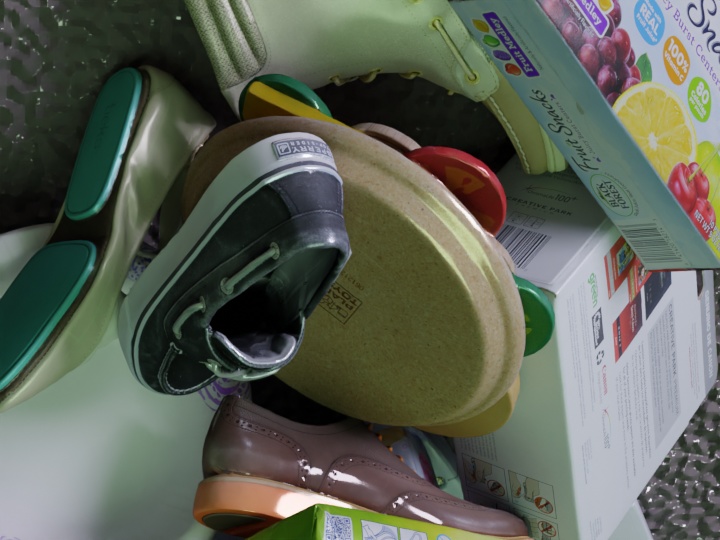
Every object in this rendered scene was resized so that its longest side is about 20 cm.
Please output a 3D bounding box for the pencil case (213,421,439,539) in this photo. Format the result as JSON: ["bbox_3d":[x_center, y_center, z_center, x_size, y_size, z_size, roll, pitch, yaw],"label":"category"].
[{"bbox_3d":[-0.049,0.146,0.999,0.199,0.083,0.091,-16,92,4],"label":"pencil case"}]

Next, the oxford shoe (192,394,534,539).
[{"bbox_3d":[0.010,0.114,0.911,0.199,0.073,0.071,17,154,-27],"label":"oxford shoe"}]

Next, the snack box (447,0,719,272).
[{"bbox_3d":[0.139,-0.116,0.843,0.053,0.143,0.200,-3,139,43],"label":"snack box"}]

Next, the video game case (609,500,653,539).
[{"bbox_3d":[0.118,0.246,1.171,0.199,0.024,0.183,-22,126,7],"label":"video game case"}]

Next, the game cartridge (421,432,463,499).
[{"bbox_3d":[0.020,0.186,1.088,0.132,0.042,0.201,-18,116,1],"label":"game cartridge"}]

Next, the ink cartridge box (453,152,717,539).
[{"bbox_3d":[0.125,0.030,0.959,0.083,0.176,0.201,17,134,32],"label":"ink cartridge box"}]

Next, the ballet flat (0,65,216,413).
[{"bbox_3d":[-0.129,-0.008,0.866,0.069,0.069,0.201,33,71,-28],"label":"ballet flat"}]

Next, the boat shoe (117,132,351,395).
[{"bbox_3d":[-0.057,0.019,0.801,0.071,0.068,0.200,-2,150,-33],"label":"boat shoe"}]

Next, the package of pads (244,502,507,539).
[{"bbox_3d":[-0.003,0.183,0.886,0.154,0.069,0.200,14,154,-26],"label":"package of pads"}]

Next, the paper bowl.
[{"bbox_3d":[-0.165,0.081,0.924,0.199,0.104,0.202,3,81,-21],"label":"paper bowl"}]

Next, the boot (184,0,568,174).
[{"bbox_3d":[0.009,-0.109,0.870,0.154,0.072,0.201,-26,120,9],"label":"boot"}]

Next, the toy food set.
[{"bbox_3d":[0.000,0.000,0.847,0.199,0.049,0.199,29,141,11],"label":"toy food set"}]
